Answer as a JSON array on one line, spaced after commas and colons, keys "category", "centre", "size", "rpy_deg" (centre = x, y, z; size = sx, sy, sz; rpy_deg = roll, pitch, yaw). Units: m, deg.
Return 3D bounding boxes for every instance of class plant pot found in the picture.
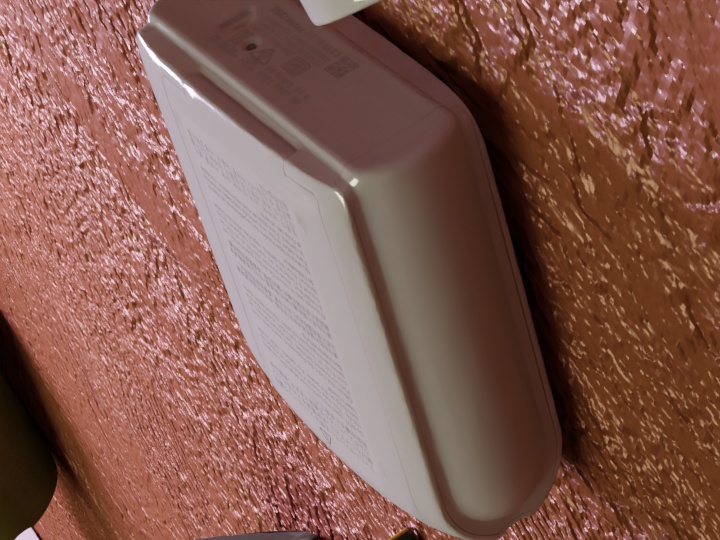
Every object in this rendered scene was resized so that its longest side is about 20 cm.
[{"category": "plant pot", "centre": [-0.333, 0.125, 1.945], "size": [0.200, 0.200, 0.190], "rpy_deg": [34, 163, 54]}]

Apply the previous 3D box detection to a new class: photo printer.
[{"category": "photo printer", "centre": [0.000, 0.000, 0.942], "size": [0.166, 0.069, 0.201], "rpy_deg": [39, 155, 47]}]

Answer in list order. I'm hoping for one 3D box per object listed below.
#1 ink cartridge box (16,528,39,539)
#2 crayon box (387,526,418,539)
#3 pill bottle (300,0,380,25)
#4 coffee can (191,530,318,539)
[{"category": "ink cartridge box", "centre": [-0.301, 0.344, 2.340], "size": [0.145, 0.084, 0.201], "rpy_deg": [43, 156, 40]}, {"category": "crayon box", "centre": [-0.052, 0.212, 1.220], "size": [0.052, 0.199, 0.126], "rpy_deg": [55, 163, 12]}, {"category": "pill bottle", "centre": [-0.023, -0.171, 0.648], "size": [0.201, 0.111, 0.111], "rpy_deg": [62, 163, -8]}, {"category": "coffee can", "centre": [-0.079, 0.253, 1.354], "size": [0.146, 0.145, 0.202], "rpy_deg": [174, 87, -71]}]
